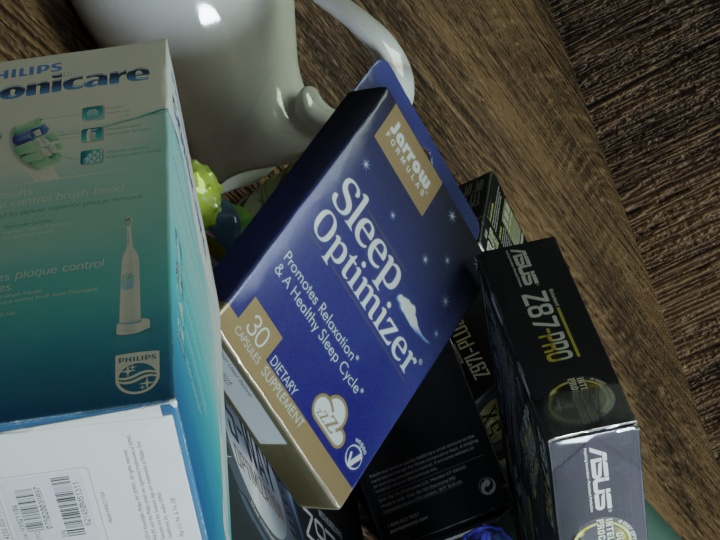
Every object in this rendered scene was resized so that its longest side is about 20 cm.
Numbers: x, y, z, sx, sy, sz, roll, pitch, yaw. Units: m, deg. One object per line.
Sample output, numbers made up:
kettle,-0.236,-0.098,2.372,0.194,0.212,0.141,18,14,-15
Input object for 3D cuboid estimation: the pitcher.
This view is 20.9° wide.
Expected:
pitcher,-0.068,-0.145,1.041,0.121,0.170,0.202,-37,105,-53

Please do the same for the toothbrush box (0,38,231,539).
toothbrush box,-0.098,0.034,0.724,0.201,0.084,0.147,-96,179,-47

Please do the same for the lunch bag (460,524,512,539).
lunch bag,0.059,0.231,0.930,0.093,0.151,0.201,1,50,-25

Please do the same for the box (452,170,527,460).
box,0.096,0.035,1.529,0.165,0.085,0.200,63,14,-14

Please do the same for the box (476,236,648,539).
box,0.103,0.110,0.967,0.162,0.049,0.202,-102,-178,-58

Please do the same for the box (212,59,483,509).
box,0.000,0.000,0.946,0.122,0.032,0.201,57,48,-29

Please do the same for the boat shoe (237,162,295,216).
boat shoe,-0.043,-0.024,1.193,0.074,0.063,0.201,61,8,-2

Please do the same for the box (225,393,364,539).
box,-0.053,0.121,0.921,0.200,0.043,0.161,53,19,-44

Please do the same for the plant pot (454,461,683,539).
plant pot,0.143,0.224,1.223,0.197,0.199,0.201,52,19,-23

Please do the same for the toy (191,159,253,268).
toy,-0.097,-0.043,0.937,0.115,0.047,0.200,42,2,22

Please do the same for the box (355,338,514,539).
box,0.023,0.084,1.099,0.200,0.078,0.142,82,-11,-79
